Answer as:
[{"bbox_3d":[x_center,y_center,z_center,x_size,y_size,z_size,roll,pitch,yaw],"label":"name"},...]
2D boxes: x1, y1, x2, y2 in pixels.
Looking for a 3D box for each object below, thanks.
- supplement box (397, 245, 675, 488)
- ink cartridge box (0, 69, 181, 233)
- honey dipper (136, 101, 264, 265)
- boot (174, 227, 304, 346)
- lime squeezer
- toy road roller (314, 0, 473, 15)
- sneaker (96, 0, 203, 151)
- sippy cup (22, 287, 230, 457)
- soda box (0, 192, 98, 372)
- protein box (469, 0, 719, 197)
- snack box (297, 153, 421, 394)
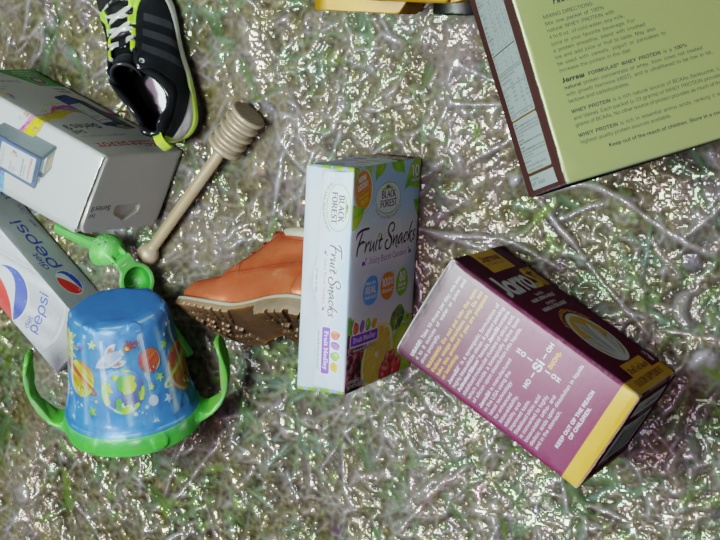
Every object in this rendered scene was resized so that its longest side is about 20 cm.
[{"bbox_3d":[0.154,0.079,1.444,0.200,0.131,0.103,36,110,16],"label":"supplement box"},{"bbox_3d":[-0.298,-0.119,1.620,0.200,0.145,0.088,30,108,20],"label":"ink cartridge box"},{"bbox_3d":[-0.163,-0.079,1.623,0.038,0.038,0.200,45,115,13],"label":"honey dipper"},{"bbox_3d":[-0.092,0.012,1.590,0.200,0.075,0.108,-3,59,42],"label":"boot"},{"bbox_3d":[-0.239,0.007,1.659,0.200,0.038,0.071,42,138,13],"label":"lime squeezer"},{"bbox_3d":[0.025,-0.285,1.441,0.199,0.146,0.123,7,100,24],"label":"toy road roller"},{"bbox_3d":[-0.211,-0.212,1.600,0.072,0.083,0.200,-27,86,26],"label":"sneaker"},{"bbox_3d":[-0.226,0.091,1.606,0.140,0.177,0.131,26,129,51],"label":"sippy cup"},{"bbox_3d":[-0.337,0.007,1.701,0.200,0.068,0.063,47,114,11],"label":"soda box"},{"bbox_3d":[0.211,-0.185,1.329,0.198,0.135,0.201,-17,90,-8],"label":"protein box"},{"bbox_3d":[0.000,0.000,1.498,0.053,0.142,0.201,7,100,24],"label":"snack box"}]
